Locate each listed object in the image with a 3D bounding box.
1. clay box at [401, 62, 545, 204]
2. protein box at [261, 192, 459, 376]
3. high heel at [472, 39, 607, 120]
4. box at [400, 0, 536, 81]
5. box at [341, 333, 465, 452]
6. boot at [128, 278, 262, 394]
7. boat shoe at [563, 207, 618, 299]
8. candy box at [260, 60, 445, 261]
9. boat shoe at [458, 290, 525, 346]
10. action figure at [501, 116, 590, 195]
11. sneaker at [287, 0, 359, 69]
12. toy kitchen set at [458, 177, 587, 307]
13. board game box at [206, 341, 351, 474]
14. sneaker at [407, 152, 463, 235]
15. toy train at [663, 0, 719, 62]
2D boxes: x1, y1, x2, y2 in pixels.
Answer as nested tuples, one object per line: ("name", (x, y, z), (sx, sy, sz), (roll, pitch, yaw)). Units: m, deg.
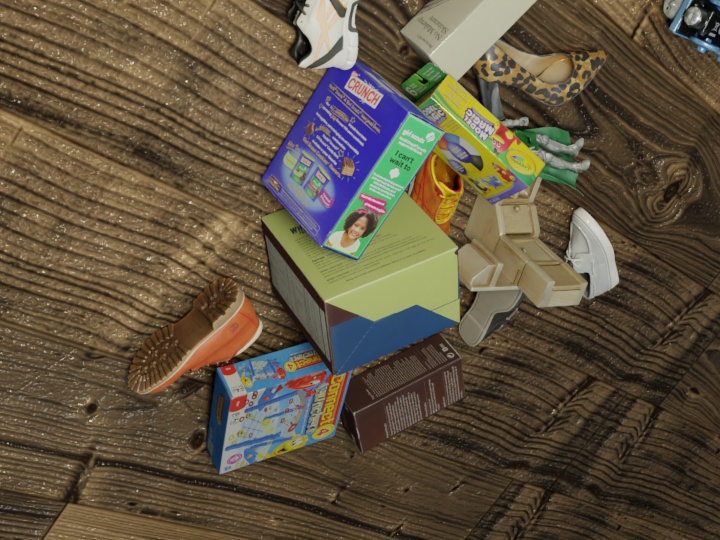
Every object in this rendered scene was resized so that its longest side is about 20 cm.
("clay box", (0.134, -0.177, 1.522), (0.200, 0.115, 0.048), (40, 71, -9))
("protein box", (0.000, 0.000, 1.569), (0.197, 0.200, 0.136), (-22, 133, -19))
("high heel", (0.249, -0.293, 1.600), (0.198, 0.072, 0.143), (-24, 141, -4))
("box", (0.153, -0.342, 1.494), (0.200, 0.082, 0.068), (-46, 137, 3))
("box", (0.065, 0.194, 1.860), (0.199, 0.075, 0.101), (-27, 135, -17))
("boot", (-0.222, 0.111, 1.601), (0.200, 0.075, 0.107), (-40, 141, -3))
("boat shoe", (0.367, -0.023, 1.906), (0.068, 0.072, 0.200), (-36, 145, -5))
("candy box", (-0.014, -0.145, 1.469), (0.077, 0.169, 0.201), (17, 113, -45))
("boat shoe", (0.215, 0.047, 1.829), (0.057, 0.067, 0.200), (-28, 161, -36))
("action figure", (0.223, -0.175, 1.627), (0.198, 0.119, 0.055), (9, 139, -22))
("sneaker", (-0.044, -0.324, 1.380), (0.079, 0.074, 0.202), (-13, 128, -19))
("toy kitchen set", (0.223, -0.072, 1.666), (0.162, 0.200, 0.182), (-3, 125, -33))
("board game box", (-0.120, 0.196, 1.713), (0.194, 0.056, 0.201), (-15, 144, -24))
("sneaker", (0.108, -0.107, 1.651), (0.072, 0.077, 0.201), (-21, 134, -21))
("toy train", (0.523, -0.358, 1.710), (0.199, 0.114, 0.087), (8, 115, -39))
